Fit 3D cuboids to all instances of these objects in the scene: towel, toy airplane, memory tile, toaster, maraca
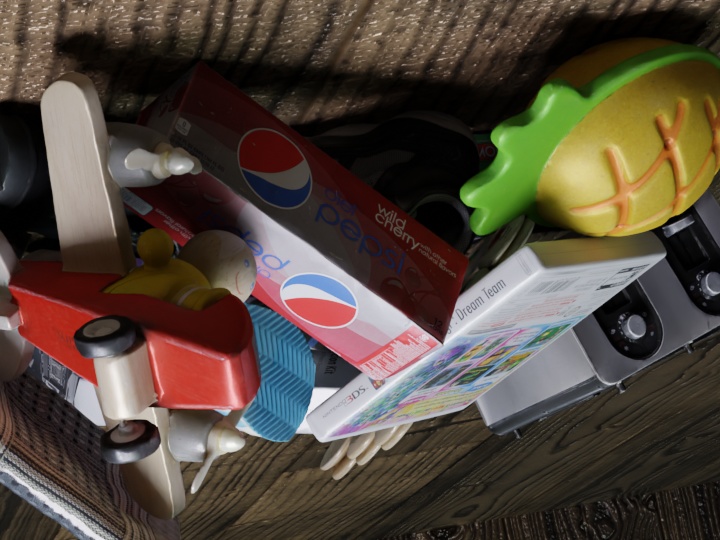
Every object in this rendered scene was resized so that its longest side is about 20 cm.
[{"bbox_3d":[-0.171,0.099,1.343,0.035,0.192,0.200,-51,-166,4],"label":"towel"},{"bbox_3d":[-0.123,0.018,1.262,0.141,0.199,0.200,-25,163,-29],"label":"toy airplane"},{"bbox_3d":[0.045,0.052,1.649,0.017,0.200,0.153,36,156,-7],"label":"memory tile"},{"bbox_3d":[0.173,0.030,1.757,0.181,0.119,0.200,-25,176,-31],"label":"toaster"},{"bbox_3d":[0.139,-0.075,1.384,0.200,0.107,0.137,-12,139,-41],"label":"maraca"}]

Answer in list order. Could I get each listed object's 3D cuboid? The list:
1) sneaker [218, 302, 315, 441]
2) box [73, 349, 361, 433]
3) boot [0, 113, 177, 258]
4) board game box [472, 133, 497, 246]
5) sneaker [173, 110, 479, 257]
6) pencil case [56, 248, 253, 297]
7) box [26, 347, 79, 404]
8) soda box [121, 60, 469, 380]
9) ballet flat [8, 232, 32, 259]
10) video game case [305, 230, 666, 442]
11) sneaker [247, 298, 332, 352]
[{"bbox_3d":[-0.105,0.047,1.488,0.081,0.077,0.200,7,160,44],"label":"sneaker"},{"bbox_3d":[-0.090,0.065,1.684,0.199,0.041,0.156,3,-157,8],"label":"box"},{"bbox_3d":[-0.198,-0.026,1.394,0.200,0.077,0.168,-30,155,37],"label":"boot"},{"bbox_3d":[0.049,-0.048,1.620,0.134,0.029,0.200,-5,166,-23],"label":"board game box"},{"bbox_3d":[-0.014,-0.031,1.420,0.200,0.114,0.076,-16,124,-6],"label":"sneaker"},{"bbox_3d":[-0.135,0.004,1.560,0.200,0.086,0.084,-20,162,35],"label":"pencil case"},{"bbox_3d":[-0.299,0.052,1.531,0.200,0.050,0.158,-15,143,42],"label":"box"},{"bbox_3d":[-0.038,-0.024,1.320,0.200,0.070,0.063,36,136,-19],"label":"soda box"},{"bbox_3d":[-0.260,0.010,1.556,0.046,0.068,0.200,26,156,-11],"label":"ballet flat"},{"bbox_3d":[0.080,0.038,1.452,0.182,0.024,0.200,-39,166,24],"label":"video game case"},{"bbox_3d":[-0.051,0.019,1.637,0.200,0.076,0.077,-14,-154,-35],"label":"sneaker"}]
